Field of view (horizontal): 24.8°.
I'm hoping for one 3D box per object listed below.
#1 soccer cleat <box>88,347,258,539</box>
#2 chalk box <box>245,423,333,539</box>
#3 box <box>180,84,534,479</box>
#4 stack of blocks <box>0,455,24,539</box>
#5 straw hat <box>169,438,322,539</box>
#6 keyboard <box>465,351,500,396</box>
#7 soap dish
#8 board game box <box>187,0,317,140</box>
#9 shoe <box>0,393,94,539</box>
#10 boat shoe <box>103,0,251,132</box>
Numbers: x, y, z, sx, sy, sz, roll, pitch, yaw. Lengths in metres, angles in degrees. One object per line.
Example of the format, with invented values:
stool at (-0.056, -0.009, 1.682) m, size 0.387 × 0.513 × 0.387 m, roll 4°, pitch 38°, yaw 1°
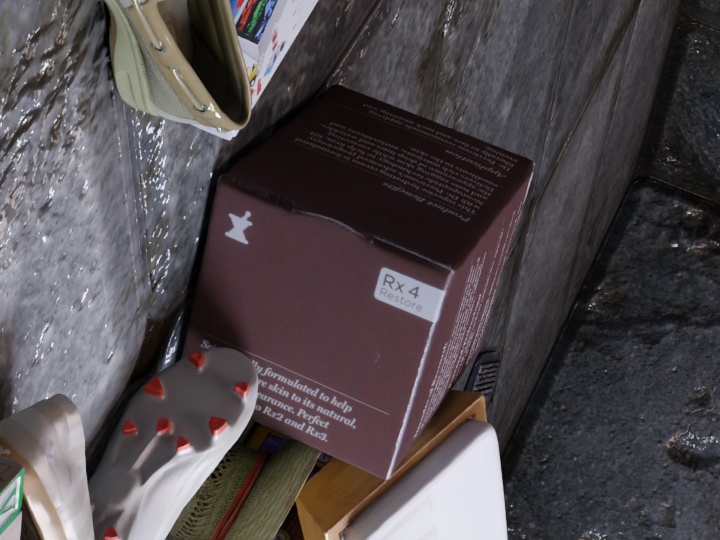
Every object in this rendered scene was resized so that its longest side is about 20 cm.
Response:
soccer cleat at (-0.134, 0.132, 1.019) m, size 0.201 × 0.069 × 0.078 m, roll -53°, pitch 167°, yaw -28°
chalk box at (-0.043, 0.198, 1.359) m, size 0.126 × 0.123 × 0.201 m, roll 98°, pitch 19°, yaw -48°
box at (0.000, 0.000, 1.115) m, size 0.200 × 0.165 × 0.166 m, roll -47°, pitch 156°, yaw -57°
stack of blocks at (-0.205, 0.170, 0.783) m, size 0.115 × 0.058 × 0.201 m, roll -52°, pitch 160°, yaw -51°
straw hat at (-0.101, 0.158, 1.140) m, size 0.202 × 0.085 × 0.201 m, roll -58°, pitch -178°, yaw 4°
keyboard at (0.183, 0.187, 2.517) m, size 0.200 × 0.020 × 0.128 m, roll 6°, pitch 105°, yaw -76°
soap dish at (0.031, 0.192, 1.195) m, size 0.157 × 0.081 × 0.201 m, roll -39°, pitch 142°, yaw -26°
board game box at (-0.044, -0.188, 0.921) m, size 0.127 × 0.034 × 0.201 m, roll 91°, pitch 24°, yaw -59°
shoe at (-0.164, 0.140, 0.877) m, size 0.053 × 0.069 × 0.201 m, roll -49°, pitch 156°, yaw -34°
boat shoe at (-0.086, -0.136, 0.764) m, size 0.201 × 0.063 × 0.074 m, roll 92°, pitch 24°, yaw -57°
